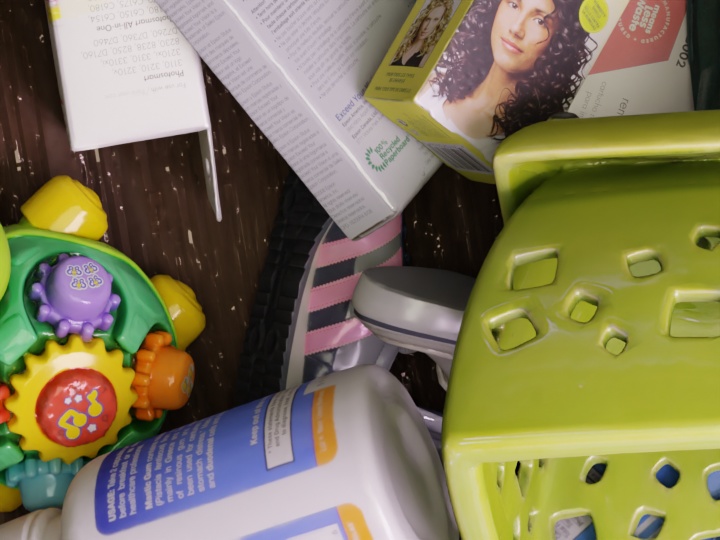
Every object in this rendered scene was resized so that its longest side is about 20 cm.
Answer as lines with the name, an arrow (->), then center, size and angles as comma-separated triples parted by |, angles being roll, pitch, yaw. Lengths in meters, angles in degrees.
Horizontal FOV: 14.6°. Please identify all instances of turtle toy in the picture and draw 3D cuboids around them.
turtle toy -> -0.159, 0.033, 1.311 | 0.146, 0.101, 0.200 | -44, 120, -1

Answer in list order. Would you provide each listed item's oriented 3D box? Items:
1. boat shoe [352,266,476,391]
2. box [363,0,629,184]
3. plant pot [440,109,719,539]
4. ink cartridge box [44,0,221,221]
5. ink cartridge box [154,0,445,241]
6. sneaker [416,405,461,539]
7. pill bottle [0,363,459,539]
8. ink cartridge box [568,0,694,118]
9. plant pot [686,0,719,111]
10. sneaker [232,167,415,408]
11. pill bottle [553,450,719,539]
boat shoe -> 0.075, 0.049, 1.360 | 0.199, 0.071, 0.070 | 13, 102, -37
box -> 0.085, -0.141, 1.255 | 0.075, 0.050, 0.201 | 34, 78, -29
plant pot -> 0.147, 0.043, 1.199 | 0.198, 0.200, 0.182 | -3, 57, 11
ink cartridge box -> -0.113, -0.122, 1.312 | 0.067, 0.115, 0.201 | -9, 97, -4
ink cartridge box -> -0.012, -0.143, 1.300 | 0.043, 0.196, 0.200 | -32, 101, 42
sneaker -> -0.024, 0.125, 1.340 | 0.199, 0.109, 0.070 | -15, 58, -16
pill bottle -> -0.065, 0.124, 1.262 | 0.199, 0.112, 0.113 | -19, 99, 16
ink cartridge box -> 0.193, -0.066, 1.384 | 0.199, 0.067, 0.117 | 20, 92, -9
plant pot -> 0.255, -0.114, 1.269 | 0.195, 0.200, 0.202 | -2, 97, -3
sneaker -> 0.000, 0.000, 1.374 | 0.082, 0.070, 0.201 | 13, 98, -25
pill bottle -> 0.109, 0.151, 1.327 | 0.200, 0.112, 0.112 | -42, 100, -7
